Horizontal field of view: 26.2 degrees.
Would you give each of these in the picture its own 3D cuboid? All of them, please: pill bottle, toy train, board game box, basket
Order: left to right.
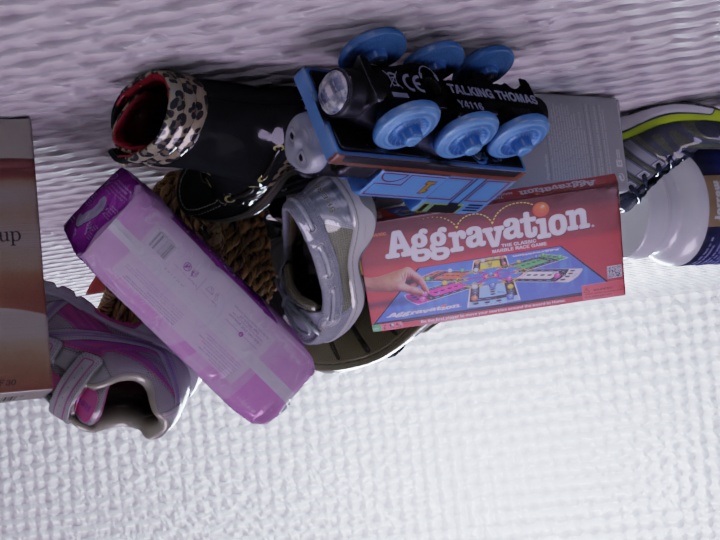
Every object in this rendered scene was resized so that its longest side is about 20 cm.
[{"bbox_3d":[-0.166,-0.010,1.329,0.149,0.143,0.200,-9,-164,10],"label":"basket"},{"bbox_3d":[0.037,-0.094,1.027,0.200,0.087,0.114,0,147,-43],"label":"toy train"},{"bbox_3d":[0.100,-0.012,1.185,0.200,0.103,0.019,-9,-147,2],"label":"board game box"},{"bbox_3d":[0.338,-0.062,1.530,0.200,0.116,0.116,-3,173,-26],"label":"pill bottle"}]

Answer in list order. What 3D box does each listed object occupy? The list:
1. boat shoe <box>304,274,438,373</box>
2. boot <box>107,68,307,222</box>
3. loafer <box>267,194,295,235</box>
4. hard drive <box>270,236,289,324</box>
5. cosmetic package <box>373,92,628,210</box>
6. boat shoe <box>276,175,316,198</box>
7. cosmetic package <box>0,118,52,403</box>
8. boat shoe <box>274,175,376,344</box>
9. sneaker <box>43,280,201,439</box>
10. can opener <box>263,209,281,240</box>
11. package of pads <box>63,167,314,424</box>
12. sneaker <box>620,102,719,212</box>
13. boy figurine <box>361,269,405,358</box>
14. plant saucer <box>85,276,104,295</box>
[{"bbox_3d":[0.038,0.025,1.267,0.200,0.075,0.068,-30,167,13],"label":"boat shoe"},{"bbox_3d":[-0.118,-0.090,1.102,0.154,0.074,0.203,2,163,-37],"label":"boot"},{"bbox_3d":[-0.048,-0.067,1.416,0.070,0.075,0.200,26,167,-7],"label":"loafer"},{"bbox_3d":[-0.019,0.011,1.510,0.140,0.038,0.200,38,-148,23],"label":"hard drive"},{"bbox_3d":[0.105,-0.091,1.231,0.200,0.090,0.107,3,168,-36],"label":"cosmetic package"},{"bbox_3d":[-0.008,-0.080,1.284,0.199,0.066,0.074,-2,173,-28],"label":"boat shoe"},{"bbox_3d":[-0.284,-0.004,1.126,0.103,0.200,0.087,-5,172,-18],"label":"cosmetic package"},{"bbox_3d":[-0.037,-0.004,1.168,0.065,0.074,0.202,-27,158,-24],"label":"boat shoe"},{"bbox_3d":[-0.220,0.073,1.202,0.200,0.088,0.081,15,125,-8],"label":"sneaker"},{"bbox_3d":[-0.098,-0.058,1.536,0.067,0.053,0.200,26,-174,22],"label":"can opener"},{"bbox_3d":[-0.128,0.019,1.160,0.076,0.200,0.120,-45,-160,-4],"label":"package of pads"},{"bbox_3d":[0.241,-0.093,1.332,0.200,0.081,0.074,-10,173,26],"label":"sneaker"},{"bbox_3d":[0.000,0.000,1.331,0.124,0.064,0.200,-40,147,-1],"label":"boy figurine"},{"bbox_3d":[-0.182,-0.010,1.748,0.199,0.037,0.200,-9,-178,19],"label":"plant saucer"}]
